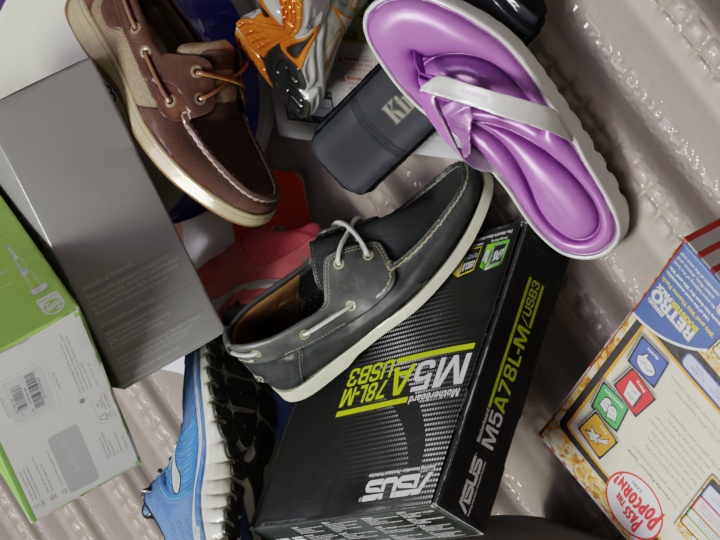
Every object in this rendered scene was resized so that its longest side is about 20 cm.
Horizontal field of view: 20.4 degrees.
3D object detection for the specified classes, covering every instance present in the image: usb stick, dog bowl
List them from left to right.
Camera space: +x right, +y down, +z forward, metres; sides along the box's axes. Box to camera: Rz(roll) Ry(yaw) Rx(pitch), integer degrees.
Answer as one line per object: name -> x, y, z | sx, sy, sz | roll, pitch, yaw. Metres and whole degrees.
dog bowl -> -0.161, -0.127, 1.394 | 0.199, 0.079, 0.201 | 9, 107, 31
usb stick -> 0.038, -0.113, 1.206 | 0.056, 0.033, 0.200 | 52, 134, 4

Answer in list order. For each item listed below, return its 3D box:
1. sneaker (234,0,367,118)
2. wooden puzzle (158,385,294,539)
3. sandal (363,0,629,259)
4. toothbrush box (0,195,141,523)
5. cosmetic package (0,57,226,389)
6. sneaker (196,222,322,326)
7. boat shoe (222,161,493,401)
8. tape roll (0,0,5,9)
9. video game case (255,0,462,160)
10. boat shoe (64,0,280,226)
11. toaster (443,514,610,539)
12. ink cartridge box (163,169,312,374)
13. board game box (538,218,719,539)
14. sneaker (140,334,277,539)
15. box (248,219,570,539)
sneaker -> -0.021, -0.165, 1.228 | 0.076, 0.092, 0.200 | 48, 163, 12
wooden puzzle -> -0.036, 0.153, 1.352 | 0.185, 0.200, 0.046 | 29, 174, 32
sandal -> 0.079, -0.081, 1.150 | 0.203, 0.050, 0.082 | 44, 132, -9
toothbrush box -> -0.234, 0.040, 1.301 | 0.200, 0.086, 0.146 | 50, 161, 44
cosmetic package -> -0.175, -0.030, 1.303 | 0.201, 0.090, 0.107 | 61, 164, -7
sneaker -> -0.078, 0.012, 1.402 | 0.074, 0.087, 0.200 | 36, 156, -28
boat shoe -> 0.000, 0.000, 1.255 | 0.200, 0.072, 0.068 | -41, 118, 16
tape roll -> -0.305, -0.140, 1.616 | 0.200, 0.065, 0.201 | 25, 126, 40
video game case -> 0.003, -0.166, 1.270 | 0.200, 0.023, 0.183 | 12, 118, 48
boat shoe -> -0.109, -0.120, 1.275 | 0.072, 0.072, 0.200 | -44, 73, 31
toaster -> 0.093, 0.215, 1.224 | 0.129, 0.199, 0.114 | 5, 93, 49
ink cartridge box -> -0.105, 0.004, 1.466 | 0.200, 0.050, 0.163 | 11, 117, 50
board game box -> 0.201, 0.089, 1.148 | 0.152, 0.046, 0.200 | 51, 140, 18
sneaker -> -0.109, 0.131, 1.327 | 0.089, 0.078, 0.201 | -19, 56, 29
box -> 0.028, 0.077, 1.248 | 0.047, 0.194, 0.200 | 35, 152, -26
